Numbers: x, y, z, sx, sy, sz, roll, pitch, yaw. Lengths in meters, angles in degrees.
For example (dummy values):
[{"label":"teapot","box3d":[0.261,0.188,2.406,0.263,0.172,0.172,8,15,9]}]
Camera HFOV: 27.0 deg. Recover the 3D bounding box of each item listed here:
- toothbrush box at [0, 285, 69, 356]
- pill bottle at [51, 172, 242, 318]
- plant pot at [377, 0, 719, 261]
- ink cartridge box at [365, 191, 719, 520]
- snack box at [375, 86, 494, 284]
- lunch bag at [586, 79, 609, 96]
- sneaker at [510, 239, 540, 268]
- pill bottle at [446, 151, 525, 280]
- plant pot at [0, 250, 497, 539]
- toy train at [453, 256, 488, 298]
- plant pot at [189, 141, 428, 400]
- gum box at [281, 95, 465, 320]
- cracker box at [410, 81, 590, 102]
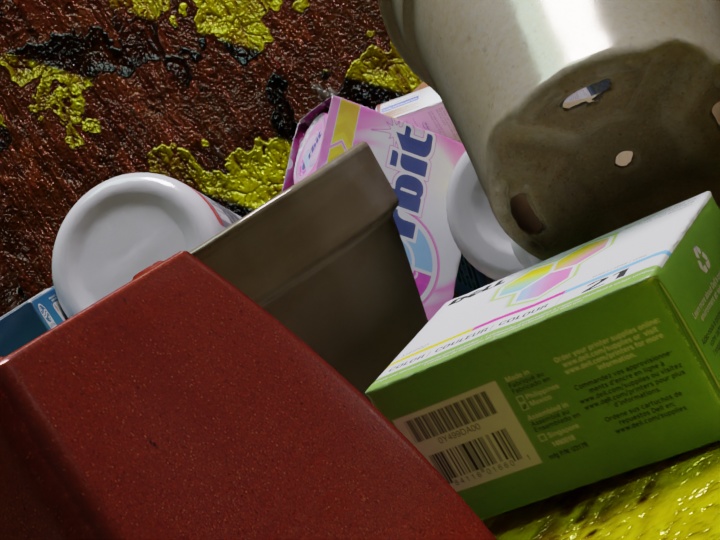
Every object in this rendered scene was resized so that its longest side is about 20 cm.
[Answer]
[{"label":"toothbrush box","box3d":[-0.206,0.134,0.949,0.146,0.200,0.085,-31,6,3]},{"label":"pill bottle","box3d":[-0.121,0.007,1.028,0.116,0.116,0.200,-31,-13,6]},{"label":"plant pot","box3d":[0.116,-0.107,0.758,0.200,0.200,0.184,-30,38,19]},{"label":"ink cartridge box","box3d":[0.113,0.021,0.690,0.148,0.076,0.200,-25,11,33]},{"label":"snack box","box3d":[0.085,-0.061,1.107,0.072,0.200,0.024,-19,47,17]},{"label":"lunch bag","box3d":[0.236,-0.150,1.019,0.136,0.200,0.132,-25,10,33]},{"label":"sneaker","box3d":[0.188,-0.050,0.879,0.200,0.071,0.080,-21,-17,-12]},{"label":"pill bottle","box3d":[0.140,-0.044,1.025,0.104,0.104,0.200,-30,-11,23]},{"label":"plant pot","box3d":[-0.098,0.111,0.573,0.200,0.176,0.200,-30,4,31]},{"label":"toy train","box3d":[0.003,0.042,1.131,0.200,0.114,0.087,-41,41,27]},{"label":"plant pot","box3d":[-0.038,0.057,0.794,0.200,0.174,0.200,-31,4,3]},{"label":"gum box","box3d":[0.000,0.000,1.000,0.066,0.113,0.200,-27,49,63]},{"label":"cracker box","box3d":[0.127,-0.090,1.146,0.134,0.200,0.058,-40,40,36]}]
